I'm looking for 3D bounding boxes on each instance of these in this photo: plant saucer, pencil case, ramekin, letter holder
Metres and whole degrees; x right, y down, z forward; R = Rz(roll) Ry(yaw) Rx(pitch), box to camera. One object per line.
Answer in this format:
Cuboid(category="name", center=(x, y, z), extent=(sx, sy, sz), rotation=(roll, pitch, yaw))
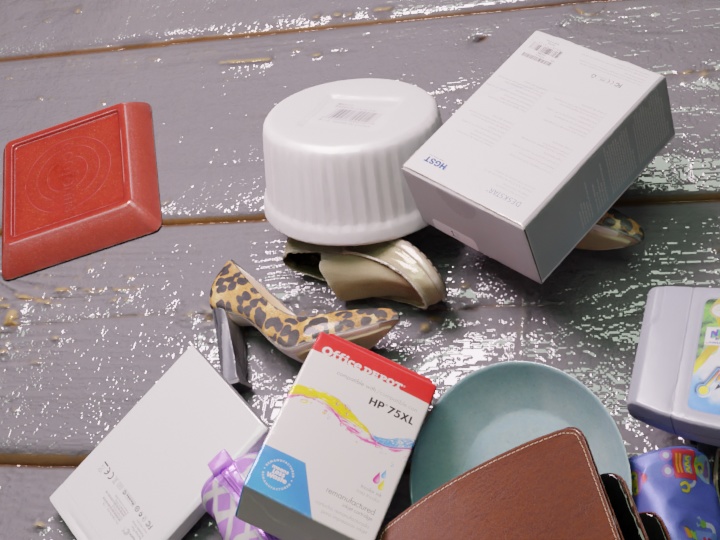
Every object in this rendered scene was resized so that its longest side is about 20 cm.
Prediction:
Cuboid(category="plant saucer", center=(-0.336, -0.105, 1.289), extent=(0.197, 0.037, 0.202), rotation=(-17, 55, 6))
Cuboid(category="pencil case", center=(0.256, 0.235, 0.853), extent=(0.078, 0.086, 0.202), rotation=(-46, 40, 41))
Cuboid(category="plant saucer", center=(0.135, 0.179, 0.925), extent=(0.198, 0.039, 0.205), rotation=(-8, 75, 30))
Cuboid(category="pencil case", center=(-0.062, 0.246, 0.942), extent=(0.084, 0.086, 0.200), rotation=(-44, 54, 0))
Cuboid(category="ramekin", center=(-0.006, -0.115, 1.103), extent=(0.197, 0.099, 0.201), rotation=(-5, 31, 3))
Cuboid(category="letter holder", center=(0.125, 0.223, 0.834), extent=(0.199, 0.100, 0.144), rotation=(-34, 56, 26))

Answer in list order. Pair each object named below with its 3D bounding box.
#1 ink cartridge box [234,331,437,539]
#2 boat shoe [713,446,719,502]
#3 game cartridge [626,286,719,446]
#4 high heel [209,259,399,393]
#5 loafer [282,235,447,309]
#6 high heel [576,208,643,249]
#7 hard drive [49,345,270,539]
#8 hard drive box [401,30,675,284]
Cuboid(category="ink cartridge box", center=(-0.012, 0.136, 0.936), extent=(0.115, 0.068, 0.202), rotation=(24, 54, 4))
Cuboid(category="boat shoe", center=(0.329, 0.131, 0.904), extent=(0.071, 0.065, 0.202), rotation=(5, 59, 21))
Cuboid(category="game cartridge", center=(0.318, 0.078, 0.883), extent=(0.197, 0.041, 0.135), rotation=(2, 59, 29))
Cuboid(category="high heel", center=(-0.061, 0.028, 1.089), extent=(0.197, 0.071, 0.145), rotation=(-19, 60, 16))
Cuboid(category="loafer", center=(0.000, 0.000, 1.094), extent=(0.198, 0.076, 0.069), rotation=(23, 68, 39))
Cuboid(category="high heel", center=(0.209, -0.102, 1.078), extent=(0.198, 0.071, 0.144), rotation=(21, 72, 38))
Cuboid(category="hard drive", center=(-0.188, 0.185, 1.040), extent=(0.200, 0.027, 0.132), rotation=(-47, 56, -4))
Cuboid(category="hard drive box", center=(0.162, -0.109, 1.005), extent=(0.200, 0.077, 0.155), rotation=(-44, 47, -16))
